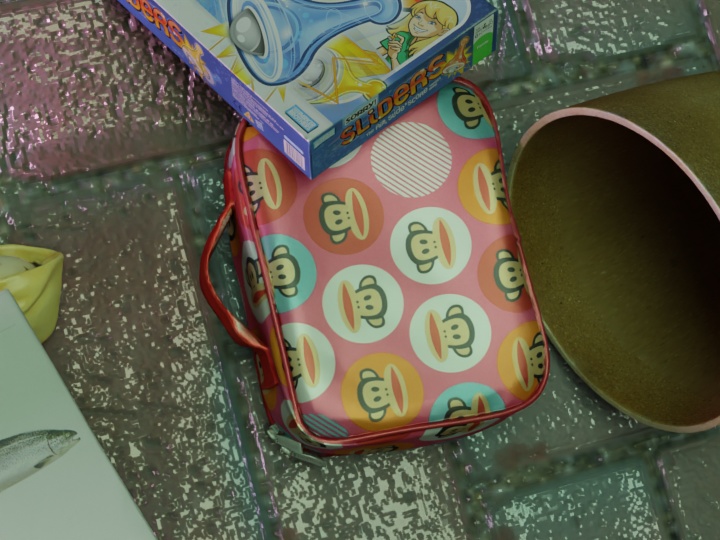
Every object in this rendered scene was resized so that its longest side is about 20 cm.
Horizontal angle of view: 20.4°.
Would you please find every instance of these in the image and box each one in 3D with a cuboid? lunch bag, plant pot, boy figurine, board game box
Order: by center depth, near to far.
[{"bbox_3d":[-0.240,-0.004,1.020,0.199,0.124,0.065,18,94,-27],"label":"boy figurine"},{"bbox_3d":[0.000,0.000,1.088,0.175,0.082,0.201,-9,81,-13],"label":"lunch bag"},{"bbox_3d":[-0.041,-0.153,1.088,0.135,0.035,0.200,-37,62,-21],"label":"board game box"},{"bbox_3d":[0.214,-0.036,1.107,0.200,0.186,0.187,-27,85,-31],"label":"plant pot"}]

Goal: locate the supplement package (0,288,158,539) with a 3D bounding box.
[{"bbox_3d":[-0.172,0.135,0.983,0.117,0.117,0.200,-29,71,-15],"label":"supplement package"}]
